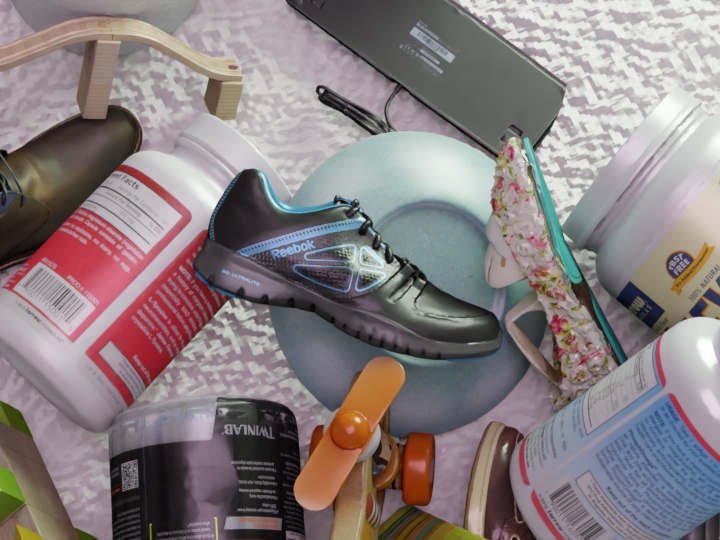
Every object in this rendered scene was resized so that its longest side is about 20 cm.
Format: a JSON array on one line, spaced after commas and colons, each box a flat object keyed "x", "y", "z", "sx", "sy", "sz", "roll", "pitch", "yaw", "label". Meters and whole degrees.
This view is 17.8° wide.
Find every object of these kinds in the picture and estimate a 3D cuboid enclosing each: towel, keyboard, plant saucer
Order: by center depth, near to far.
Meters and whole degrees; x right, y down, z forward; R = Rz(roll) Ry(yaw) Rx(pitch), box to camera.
[{"x": 0.039, "y": 0.188, "z": 1.404, "sx": 0.086, "sy": 0.200, "sz": 0.018, "roll": -45, "pitch": 107, "yaw": -13, "label": "towel"}, {"x": 0.039, "y": 0.009, "z": 1.493, "sx": 0.199, "sy": 0.039, "sz": 0.203, "roll": 0, "pitch": 90, "yaw": -18, "label": "plant saucer"}, {"x": 0.034, "y": -0.134, "z": 1.573, "sx": 0.200, "sy": 0.021, "sz": 0.127, "roll": 36, "pitch": 71, "yaw": 7, "label": "keyboard"}]

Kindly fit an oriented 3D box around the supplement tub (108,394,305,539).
[{"x": -0.093, "y": 0.186, "z": 1.429, "sx": 0.122, "sy": 0.123, "sz": 0.202, "roll": -3, "pitch": 75, "yaw": -4, "label": "supplement tub"}]

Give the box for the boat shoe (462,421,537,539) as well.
[{"x": 0.099, "y": 0.194, "z": 1.453, "sx": 0.071, "sy": 0.072, "sz": 0.201, "roll": 3, "pitch": 62, "yaw": 5, "label": "boat shoe"}]

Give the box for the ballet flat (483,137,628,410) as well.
[{"x": 0.116, "y": 0.012, "z": 1.466, "sx": 0.064, "sy": 0.076, "sz": 0.201, "roll": -22, "pitch": 113, "yaw": 9, "label": "ballet flat"}]

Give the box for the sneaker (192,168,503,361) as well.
[{"x": 0.000, "y": 0.000, "z": 1.421, "sx": 0.199, "sy": 0.073, "sz": 0.082, "roll": 19, "pitch": 91, "yaw": -7, "label": "sneaker"}]

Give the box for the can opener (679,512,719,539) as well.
[{"x": 0.199, "y": 0.160, "z": 1.500, "sx": 0.066, "sy": 0.053, "sz": 0.202, "roll": -5, "pitch": 74, "yaw": 29, "label": "can opener"}]

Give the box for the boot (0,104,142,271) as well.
[{"x": -0.225, "y": -0.050, "z": 1.495, "sx": 0.200, "sy": 0.097, "sz": 0.075, "roll": -39, "pitch": 80, "yaw": -12, "label": "boot"}]

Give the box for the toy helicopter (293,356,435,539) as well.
[{"x": -0.003, "y": 0.143, "z": 1.398, "sx": 0.078, "sy": 0.133, "sz": 0.201, "roll": 5, "pitch": 47, "yaw": 7, "label": "toy helicopter"}]

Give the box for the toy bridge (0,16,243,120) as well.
[{"x": -0.173, "y": -0.133, "z": 1.506, "sx": 0.199, "sy": 0.068, "sz": 0.027, "roll": 0, "pitch": 40, "yaw": -22, "label": "toy bridge"}]

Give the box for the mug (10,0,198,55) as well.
[{"x": -0.156, "y": -0.259, "z": 1.513, "sx": 0.147, "sy": 0.175, "sz": 0.200, "roll": 38, "pitch": 76, "yaw": 6, "label": "mug"}]

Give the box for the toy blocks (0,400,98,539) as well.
[{"x": -0.242, "y": 0.193, "z": 1.425, "sx": 0.136, "sy": 0.100, "sz": 0.201, "roll": -39, "pitch": 54, "yaw": 11, "label": "toy blocks"}]

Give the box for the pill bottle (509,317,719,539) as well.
[{"x": 0.195, "y": 0.099, "z": 1.406, "sx": 0.200, "sy": 0.109, "sz": 0.109, "roll": -39, "pitch": 78, "yaw": 29, "label": "pill bottle"}]

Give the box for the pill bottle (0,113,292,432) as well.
[{"x": -0.141, "y": -0.002, "z": 1.480, "sx": 0.112, "sy": 0.112, "sz": 0.200, "roll": 41, "pitch": 76, "yaw": 7, "label": "pill bottle"}]

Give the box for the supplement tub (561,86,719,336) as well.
[{"x": 0.244, "y": -0.009, "z": 1.489, "sx": 0.200, "sy": 0.145, "sz": 0.145, "roll": 40, "pitch": 77, "yaw": 7, "label": "supplement tub"}]
